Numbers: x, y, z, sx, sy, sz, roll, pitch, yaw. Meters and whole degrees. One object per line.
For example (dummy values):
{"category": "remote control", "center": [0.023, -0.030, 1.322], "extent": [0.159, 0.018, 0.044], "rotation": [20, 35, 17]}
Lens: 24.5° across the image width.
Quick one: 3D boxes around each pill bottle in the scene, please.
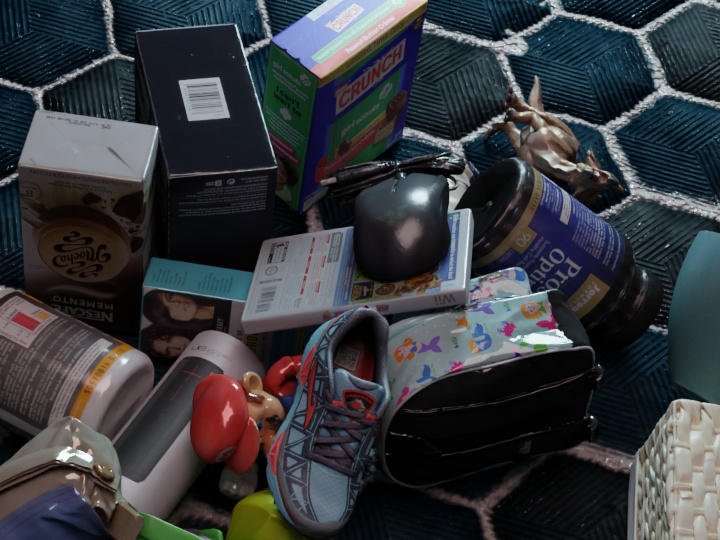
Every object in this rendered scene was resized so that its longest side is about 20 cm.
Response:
{"category": "pill bottle", "center": [-0.293, 0.085, 1.466], "extent": [0.200, 0.116, 0.116], "rotation": [26, 51, 13]}
{"category": "pill bottle", "center": [0.189, -0.011, 1.575], "extent": [0.200, 0.112, 0.112], "rotation": [34, 46, -21]}

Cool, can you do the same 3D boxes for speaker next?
{"category": "speaker", "center": [-0.164, 0.145, 1.458], "extent": [0.081, 0.081, 0.200], "rotation": [26, 51, 14]}

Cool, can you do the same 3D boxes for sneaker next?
{"category": "sneaker", "center": [-0.021, 0.117, 1.343], "extent": [0.079, 0.096, 0.200], "rotation": [16, 64, -14]}

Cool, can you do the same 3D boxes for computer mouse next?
{"category": "computer mouse", "center": [0.030, -0.062, 1.502], "extent": [0.138, 0.053, 0.200], "rotation": [-11, 30, 5]}

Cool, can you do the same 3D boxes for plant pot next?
{"category": "plant pot", "center": [0.364, 0.073, 1.542], "extent": [0.200, 0.200, 0.135], "rotation": [33, 88, 19]}

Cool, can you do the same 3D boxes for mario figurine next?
{"category": "mario figurine", "center": [-0.062, 0.132, 1.437], "extent": [0.106, 0.124, 0.200], "rotation": [-1, 10, 38]}

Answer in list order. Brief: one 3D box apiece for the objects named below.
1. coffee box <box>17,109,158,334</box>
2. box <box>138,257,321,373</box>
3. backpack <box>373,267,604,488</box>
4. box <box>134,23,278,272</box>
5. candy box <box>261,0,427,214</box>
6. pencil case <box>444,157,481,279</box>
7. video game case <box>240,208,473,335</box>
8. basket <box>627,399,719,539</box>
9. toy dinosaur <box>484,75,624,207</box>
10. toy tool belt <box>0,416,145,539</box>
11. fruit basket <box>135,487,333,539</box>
{"category": "coffee box", "center": [-0.249, -0.042, 1.525], "extent": [0.113, 0.200, 0.080], "rotation": [7, 46, -1]}
{"category": "box", "center": [-0.103, 0.048, 1.541], "extent": [0.200, 0.082, 0.049], "rotation": [8, 34, -1]}
{"category": "backpack", "center": [0.095, 0.100, 1.470], "extent": [0.200, 0.178, 0.151], "rotation": [-19, 51, -14]}
{"category": "box", "center": [-0.154, -0.104, 1.603], "extent": [0.104, 0.182, 0.200], "rotation": [-6, 52, -14]}
{"category": "candy box", "center": [-0.021, -0.181, 1.675], "extent": [0.077, 0.200, 0.169], "rotation": [36, 55, 21]}
{"category": "pencil case", "center": [0.085, -0.021, 1.634], "extent": [0.089, 0.078, 0.200], "rotation": [22, 44, -26]}
{"category": "video game case", "center": [0.000, 0.000, 1.483], "extent": [0.200, 0.018, 0.143], "rotation": [-9, 30, 11]}
{"category": "basket", "center": [0.309, 0.223, 1.429], "extent": [0.135, 0.123, 0.200], "rotation": [9, 48, -1]}
{"category": "toy dinosaur", "center": [0.204, -0.124, 1.743], "extent": [0.135, 0.086, 0.200], "rotation": [18, 32, -6]}
{"category": "toy tool belt", "center": [-0.262, 0.220, 1.307], "extent": [0.200, 0.125, 0.123], "rotation": [-41, 50, 9]}
{"category": "fruit basket", "center": [-0.081, 0.246, 1.353], "extent": [0.215, 0.156, 0.216], "rotation": [0, 66, 1]}
